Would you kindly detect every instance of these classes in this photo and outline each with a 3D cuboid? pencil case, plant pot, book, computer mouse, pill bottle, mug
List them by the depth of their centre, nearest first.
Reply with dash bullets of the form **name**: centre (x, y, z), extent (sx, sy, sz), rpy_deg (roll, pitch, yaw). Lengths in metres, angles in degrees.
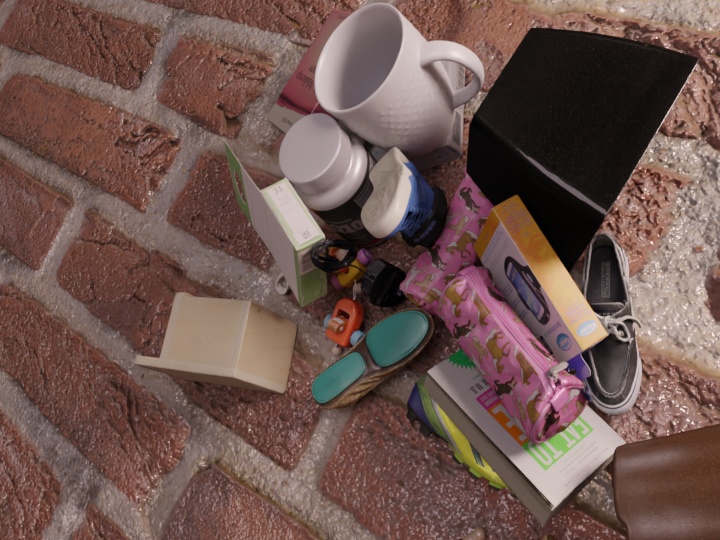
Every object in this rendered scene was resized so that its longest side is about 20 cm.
- **plant pot**: centre (0.346, 0.227, 0.588), extent (0.194, 0.199, 0.207), rpy_deg (-17, 64, 29)
- **pencil case**: centre (0.161, 0.086, 0.714), extent (0.088, 0.081, 0.202), rpy_deg (-55, 45, 22)
- **plant pot**: centre (0.226, -0.148, 0.738), extent (0.175, 0.200, 0.202), rpy_deg (32, 81, 14)
- **book**: centre (0.184, 0.164, 0.746), extent (0.131, 0.049, 0.200), rpy_deg (-27, 54, -26)
- **computer mouse**: centre (0.000, 0.000, 0.845), extent (0.034, 0.198, 0.060), rpy_deg (37, 95, 41)
- **mug**: centre (0.066, -0.238, 0.845), extent (0.196, 0.174, 0.153), rpy_deg (-10, 66, 37)
- **pencil case**: centre (0.128, -0.038, 0.856), extent (0.086, 0.082, 0.204), rpy_deg (25, 84, 52)
- **pill bottle**: centre (-0.025, -0.121, 0.900), extent (0.111, 0.199, 0.118), rpy_deg (-10, 66, 24)

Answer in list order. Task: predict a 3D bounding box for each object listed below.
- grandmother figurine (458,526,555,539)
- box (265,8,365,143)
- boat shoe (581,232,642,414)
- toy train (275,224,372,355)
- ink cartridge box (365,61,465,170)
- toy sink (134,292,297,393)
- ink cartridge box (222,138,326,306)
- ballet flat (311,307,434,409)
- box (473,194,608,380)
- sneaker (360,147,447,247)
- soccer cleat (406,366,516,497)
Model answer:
- **grandmother figurine**: centre (0.125, 0.354, 0.728), extent (0.195, 0.062, 0.122), rpy_deg (-22, 22, 25)
- **box**: centre (-0.034, -0.272, 0.987), extent (0.203, 0.108, 0.128), rpy_deg (-56, 39, 6)
- **boat shoe**: centre (0.285, 0.057, 0.746), extent (0.071, 0.068, 0.206), rpy_deg (1, 72, 28)
- **toy train**: centre (-0.060, 0.019, 0.937), extent (0.198, 0.055, 0.154), rpy_deg (33, 103, 35)
- **ink cartridge box**: centre (0.067, -0.228, 0.995), extent (0.196, 0.047, 0.166), rpy_deg (-12, 66, 41)
- **toy sink**: centre (-0.213, 0.104, 0.961), extent (0.194, 0.130, 0.116), rpy_deg (1, 71, 29)
- **ink cartridge box**: centre (-0.112, -0.070, 0.870), extent (0.047, 0.147, 0.202), rpy_deg (-26, 64, -16)
- **ballet flat**: centre (0.021, 0.119, 0.865), extent (0.197, 0.065, 0.072), rpy_deg (-34, 60, 16)
- **box**: centre (0.203, 0.028, 0.735), extent (0.041, 0.120, 0.203), rpy_deg (-28, 75, -10)
- **sneaker**: centre (0.062, -0.069, 0.783), extent (0.077, 0.111, 0.201), rpy_deg (-42, 17, 18)
- **soccer cleat**: centre (0.139, 0.189, 0.775), extent (0.198, 0.064, 0.085), rpy_deg (33, 97, 35)
